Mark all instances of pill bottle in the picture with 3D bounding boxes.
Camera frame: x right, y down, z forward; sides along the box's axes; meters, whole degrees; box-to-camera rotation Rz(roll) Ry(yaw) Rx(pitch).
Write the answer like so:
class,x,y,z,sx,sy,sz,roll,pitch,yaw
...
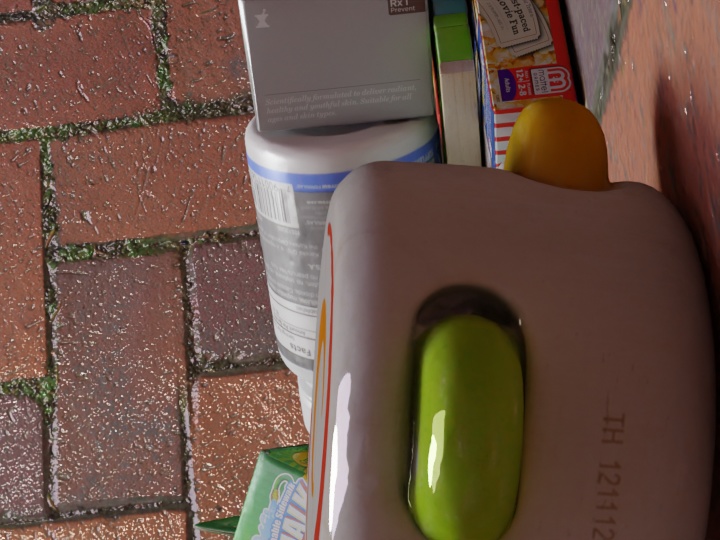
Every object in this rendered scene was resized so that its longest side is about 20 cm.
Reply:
class,x,y,z,sx,sy,sz,roll,pitch,yaw
pill bottle,0.000,0.000,1.000,0.114,0.113,0.201,-94,-3,-64

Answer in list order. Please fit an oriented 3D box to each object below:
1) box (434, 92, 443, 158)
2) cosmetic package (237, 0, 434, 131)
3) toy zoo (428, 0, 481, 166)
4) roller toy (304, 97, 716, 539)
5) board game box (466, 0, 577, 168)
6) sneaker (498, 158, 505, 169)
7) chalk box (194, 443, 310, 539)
class,x,y,z,sx,sy,sz,roll,pitch,yaw
box,0.059,-0.112,1.147,0.128,0.108,0.201,81,-176,-68
cosmetic package,-0.014,-0.159,0.998,0.200,0.106,0.091,-90,-6,-61
toy zoo,0.051,-0.135,0.993,0.132,0.020,0.201,82,-177,-48
roller toy,0.053,0.054,0.612,0.201,0.139,0.183,-91,7,-50
board game box,0.086,-0.122,0.958,0.152,0.046,0.201,82,-178,-56
sneaker,0.088,0.052,0.858,0.118,0.073,0.201,96,179,-62
chalk box,-0.006,0.182,1.044,0.125,0.199,0.125,2,-72,-64
